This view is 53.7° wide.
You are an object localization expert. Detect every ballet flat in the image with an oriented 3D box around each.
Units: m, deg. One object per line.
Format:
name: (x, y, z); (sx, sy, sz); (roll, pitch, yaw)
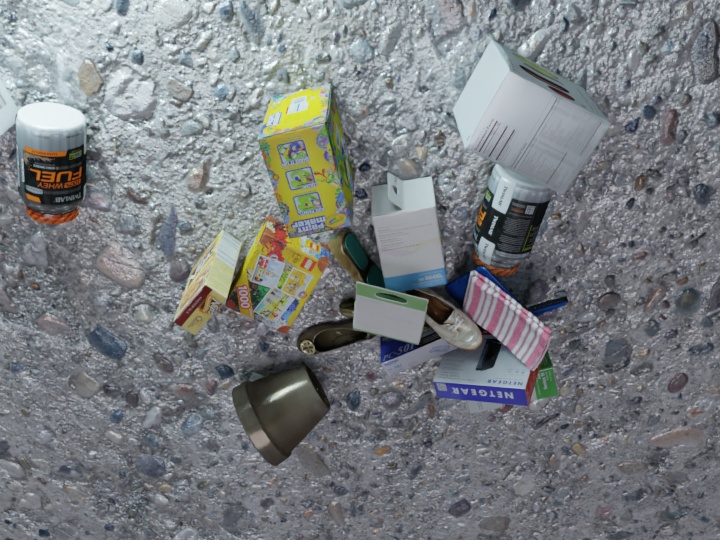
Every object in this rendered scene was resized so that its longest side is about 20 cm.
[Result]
ballet flat: (-0.050, 0.150, 1.584); (0.197, 0.047, 0.068); (-14, 120, 9)
ballet flat: (0.000, 0.000, 1.492); (0.062, 0.069, 0.201); (-10, 123, 40)

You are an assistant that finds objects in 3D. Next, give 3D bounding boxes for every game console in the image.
game console: (0.296, 0.049, 1.464); (0.168, 0.200, 0.120); (-13, 82, -19)

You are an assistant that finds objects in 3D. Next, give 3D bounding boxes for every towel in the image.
towel: (0.279, 0.098, 1.389); (0.030, 0.199, 0.147); (-40, 156, -21)

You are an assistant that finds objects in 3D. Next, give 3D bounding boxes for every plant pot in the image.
plant pot: (-0.169, 0.309, 1.618); (0.172, 0.200, 0.201); (-32, 118, 1)

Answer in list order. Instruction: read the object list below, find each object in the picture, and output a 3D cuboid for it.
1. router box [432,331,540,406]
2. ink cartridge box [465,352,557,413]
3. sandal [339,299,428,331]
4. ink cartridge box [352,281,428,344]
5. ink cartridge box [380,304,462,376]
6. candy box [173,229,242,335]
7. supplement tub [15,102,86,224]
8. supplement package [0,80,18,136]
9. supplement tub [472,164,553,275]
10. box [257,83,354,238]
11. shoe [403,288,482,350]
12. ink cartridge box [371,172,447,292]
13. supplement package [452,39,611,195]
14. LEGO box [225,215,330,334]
router box: (0.273, 0.195, 1.495); (0.197, 0.180, 0.049); (0, 126, 27)
ink cartridge box: (0.316, 0.220, 1.565); (0.197, 0.147, 0.084); (-14, 120, 8)
sandal: (0.049, 0.108, 1.536); (0.196, 0.080, 0.055); (9, 110, 2)
ink cartridge box: (0.060, 0.071, 1.398); (0.143, 0.049, 0.201); (14, 148, 6)
ink cartridge box: (0.139, 0.152, 1.556); (0.198, 0.095, 0.045); (-25, 119, 15)
candy box: (-0.300, 0.020, 1.415); (0.055, 0.201, 0.115); (35, 116, -21)
supplement tub: (-0.575, -0.198, 1.329); (0.120, 0.123, 0.203); (10, 122, -6)
supplement package: (-0.746, -0.279, 1.284); (0.197, 0.118, 0.119); (-16, 121, 9)
supplement tub: (0.289, -0.100, 1.381); (0.120, 0.123, 0.203); (10, 121, -6)
box: (-0.089, -0.199, 1.277); (0.120, 0.201, 0.195); (-11, 121, 8)
shoe: (0.167, 0.095, 1.477); (0.199, 0.053, 0.070); (38, 93, 23)
ink cartridge box: (0.093, -0.081, 1.390); (0.123, 0.129, 0.203); (-8, 123, 6)
supplement package: (0.288, -0.269, 1.235); (0.197, 0.192, 0.148); (22, 119, -13)
LEGO box: (-0.172, 0.011, 1.481); (0.147, 0.078, 0.201); (25, 119, -14)
